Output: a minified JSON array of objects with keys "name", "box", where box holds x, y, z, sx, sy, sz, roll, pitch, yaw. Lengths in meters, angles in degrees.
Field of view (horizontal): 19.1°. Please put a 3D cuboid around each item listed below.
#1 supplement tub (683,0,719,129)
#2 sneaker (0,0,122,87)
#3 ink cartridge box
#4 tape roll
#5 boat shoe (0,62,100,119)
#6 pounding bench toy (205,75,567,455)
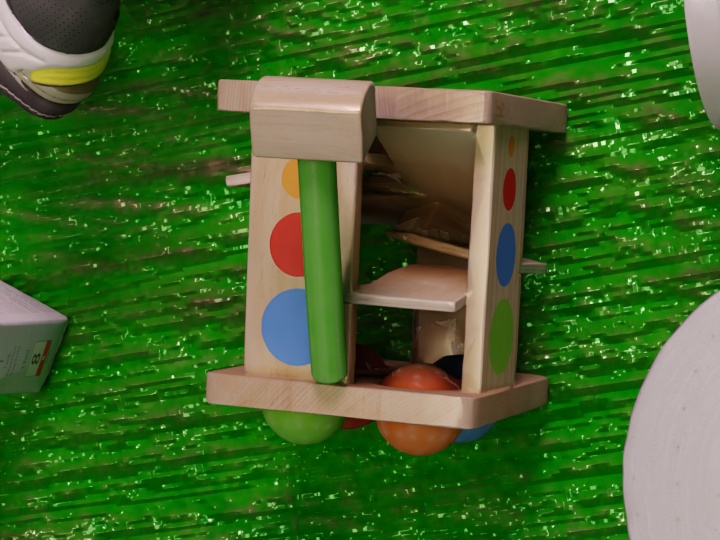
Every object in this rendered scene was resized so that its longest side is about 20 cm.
[{"name":"supplement tub","box":[0.237,-0.124,0.851,0.198,0.145,0.146,-3,91,21]},{"name":"sneaker","box":[-0.145,-0.183,0.953,0.085,0.074,0.201,-45,64,47]},{"name":"ink cartridge box","box":[-0.251,0.011,1.011,0.161,0.200,0.050,27,101,18]},{"name":"tape roll","box":[0.214,0.089,0.910,0.199,0.066,0.202,1,93,21]},{"name":"boat shoe","box":[-0.207,-0.135,1.061,0.200,0.072,0.065,44,114,19]},{"name":"pounding bench toy","box":[0.000,0.000,0.916,0.123,0.200,0.157,4,93,20]}]
